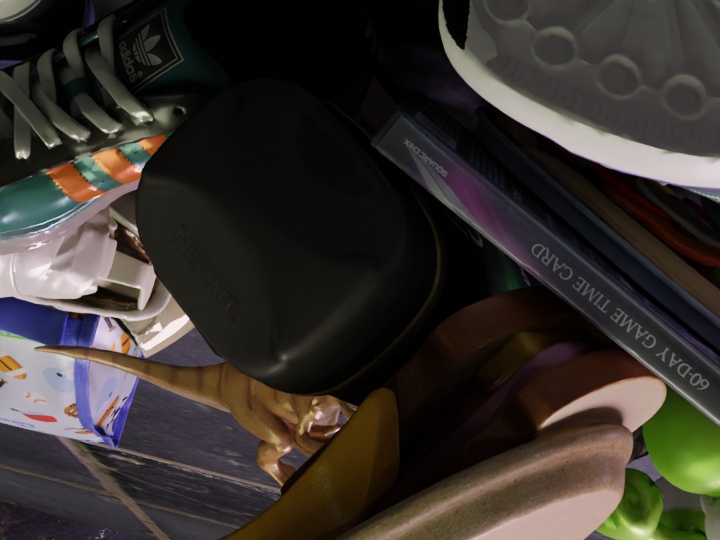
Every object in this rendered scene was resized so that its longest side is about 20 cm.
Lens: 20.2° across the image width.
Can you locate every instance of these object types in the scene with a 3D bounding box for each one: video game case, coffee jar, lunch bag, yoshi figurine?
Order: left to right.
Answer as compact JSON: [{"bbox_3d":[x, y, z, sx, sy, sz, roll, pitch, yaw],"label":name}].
[{"bbox_3d":[-0.214,0.023,1.179,0.169,0.125,0.200,15,173,5],"label":"lunch bag"},{"bbox_3d":[0.000,0.000,0.737,0.104,0.085,0.200,51,-170,21],"label":"coffee jar"},{"bbox_3d":[0.090,0.006,0.718,0.200,0.019,0.143,40,-172,-2],"label":"video game case"},{"bbox_3d":[0.145,0.092,0.877,0.111,0.113,0.200,13,155,-13],"label":"yoshi figurine"}]

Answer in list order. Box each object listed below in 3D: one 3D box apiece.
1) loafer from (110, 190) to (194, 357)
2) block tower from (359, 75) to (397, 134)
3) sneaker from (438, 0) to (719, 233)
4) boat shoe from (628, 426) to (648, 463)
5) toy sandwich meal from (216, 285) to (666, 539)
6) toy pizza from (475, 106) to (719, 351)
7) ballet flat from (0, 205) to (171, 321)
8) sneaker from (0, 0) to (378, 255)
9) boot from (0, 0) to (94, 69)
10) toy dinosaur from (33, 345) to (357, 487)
[{"bbox_3d":[-0.154,-0.028,0.968,0.199,0.069,0.076,31,167,7],"label":"loafer"},{"bbox_3d":[-0.088,-0.065,0.851,0.199,0.058,0.054,8,165,23],"label":"block tower"},{"bbox_3d":[0.115,-0.043,0.672,0.198,0.081,0.147,10,162,-3],"label":"sneaker"},{"bbox_3d":[0.103,0.040,0.888,0.072,0.066,0.201,39,172,31],"label":"boat shoe"},{"bbox_3d":[0.011,0.083,0.703,0.204,0.071,0.205,-27,162,-9],"label":"toy sandwich meal"},{"bbox_3d":[0.127,-0.006,0.770,0.200,0.032,0.200,38,-171,-7],"label":"toy pizza"},{"bbox_3d":[-0.122,-0.011,0.835,0.069,0.070,0.200,12,175,12],"label":"ballet flat"},{"bbox_3d":[-0.089,-0.065,0.729,0.199,0.072,0.080,-17,157,-16],"label":"sneaker"},{"bbox_3d":[-0.201,-0.110,0.756,0.198,0.073,0.090,10,165,8],"label":"boot"},{"bbox_3d":[-0.052,0.062,0.995,0.199,0.061,0.107,2,135,37],"label":"toy dinosaur"}]
